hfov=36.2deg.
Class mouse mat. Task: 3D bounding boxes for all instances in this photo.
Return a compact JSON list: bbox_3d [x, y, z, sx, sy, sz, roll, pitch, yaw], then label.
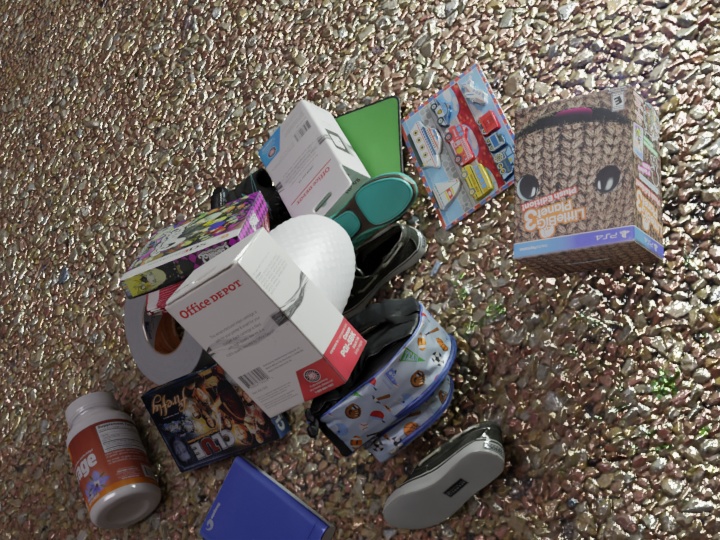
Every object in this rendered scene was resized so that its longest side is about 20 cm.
[{"bbox_3d":[-0.002,-0.150,1.642,0.161,0.008,0.200,-15,70,36],"label":"mouse mat"}]

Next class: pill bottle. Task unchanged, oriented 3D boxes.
[{"bbox_3d":[-0.396,0.294,1.733,0.112,0.112,0.200,-43,55,18],"label":"pill bottle"}]

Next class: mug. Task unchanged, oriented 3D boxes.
[{"bbox_3d":[-0.086,0.030,1.482,0.147,0.200,0.175,18,43,10],"label":"mug"}]

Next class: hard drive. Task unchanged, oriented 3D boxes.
[{"bbox_3d":[-0.136,0.371,1.571,0.200,0.025,0.132,29,94,39],"label":"hard drive"}]

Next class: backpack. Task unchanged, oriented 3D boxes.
[{"bbox_3d":[0.036,0.137,1.414,0.191,0.154,0.200,-45,17,22],"label":"backpack"}]

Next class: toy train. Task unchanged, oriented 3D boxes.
[{"bbox_3d":[-0.217,-0.042,1.747,0.034,0.046,0.200,-19,66,31],"label":"toy train"}]

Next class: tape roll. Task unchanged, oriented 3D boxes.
[{"bbox_3d":[-0.282,0.077,1.714,0.200,0.066,0.201,0,90,41],"label":"tape roll"}]

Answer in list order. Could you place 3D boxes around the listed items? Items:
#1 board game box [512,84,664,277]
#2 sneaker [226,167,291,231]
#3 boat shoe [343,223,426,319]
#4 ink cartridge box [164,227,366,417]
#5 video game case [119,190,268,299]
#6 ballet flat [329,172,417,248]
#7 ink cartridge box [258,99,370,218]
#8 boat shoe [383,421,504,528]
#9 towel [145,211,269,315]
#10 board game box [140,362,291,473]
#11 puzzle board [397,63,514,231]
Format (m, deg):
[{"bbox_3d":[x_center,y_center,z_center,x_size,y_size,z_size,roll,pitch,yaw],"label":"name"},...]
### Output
[{"bbox_3d":[0.280,-0.107,1.367,0.159,0.097,0.200,-10,70,34],"label":"board game box"},{"bbox_3d":[-0.137,-0.079,1.683,0.079,0.075,0.200,-47,54,12],"label":"sneaker"},{"bbox_3d":[0.000,0.000,1.562,0.200,0.064,0.071,-41,55,20],"label":"boat shoe"},{"bbox_3d":[-0.115,0.065,1.344,0.147,0.200,0.083,-28,20,37],"label":"ink cartridge box"},{"bbox_3d":[-0.229,-0.038,1.549,0.181,0.200,0.036,-20,108,12],"label":"video game case"},{"bbox_3d":[0.014,-0.086,1.557,0.200,0.070,0.067,-35,89,36],"label":"ballet flat"},{"bbox_3d":[-0.064,-0.143,1.635,0.116,0.067,0.200,-47,49,21],"label":"ink cartridge box"},{"bbox_3d":[0.107,0.261,1.396,0.200,0.071,0.064,-40,24,30],"label":"boat shoe"},{"bbox_3d":[-0.227,-0.017,1.633,0.200,0.023,0.144,-15,54,12],"label":"towel"},{"bbox_3d":[-0.216,0.211,1.632,0.200,0.035,0.136,-24,97,29],"label":"board game box"},{"bbox_3d":[0.141,-0.175,1.544,0.151,0.017,0.200,-35,57,23],"label":"puzzle board"}]
